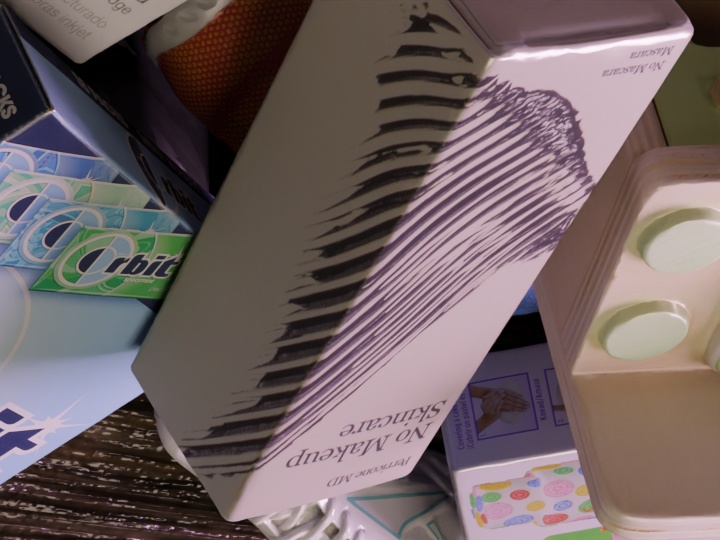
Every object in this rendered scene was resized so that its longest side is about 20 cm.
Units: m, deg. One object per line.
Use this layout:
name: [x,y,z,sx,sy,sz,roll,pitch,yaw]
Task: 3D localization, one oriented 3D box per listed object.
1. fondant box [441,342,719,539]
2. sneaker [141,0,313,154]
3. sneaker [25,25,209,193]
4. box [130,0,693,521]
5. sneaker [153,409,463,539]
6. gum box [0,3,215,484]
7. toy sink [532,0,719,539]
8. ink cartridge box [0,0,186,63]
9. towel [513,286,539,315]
fondant box: [0.138,0.081,0.966,0.200,0.058,0.144,-11,144,1]
sneaker: [0.016,-0.100,0.705,0.077,0.073,0.200,47,133,-7]
sneaker: [-0.123,-0.059,0.731,0.086,0.080,0.200,-19,144,14]
box: [0.009,-0.018,0.677,0.082,0.068,0.200,-12,144,-37]
sneaker: [-0.010,0.101,0.993,0.070,0.080,0.200,-29,141,26]
gum box: [-0.145,0.022,0.709,0.200,0.045,0.170,-33,153,6]
toy sink: [0.127,-0.030,0.740,0.130,0.200,0.112,-2,145,-13]
ink cartridge box: [-0.043,-0.161,0.603,0.200,0.084,0.146,-27,143,22]
towel: [0.000,0.000,0.846,0.200,0.049,0.112,-8,172,-5]
